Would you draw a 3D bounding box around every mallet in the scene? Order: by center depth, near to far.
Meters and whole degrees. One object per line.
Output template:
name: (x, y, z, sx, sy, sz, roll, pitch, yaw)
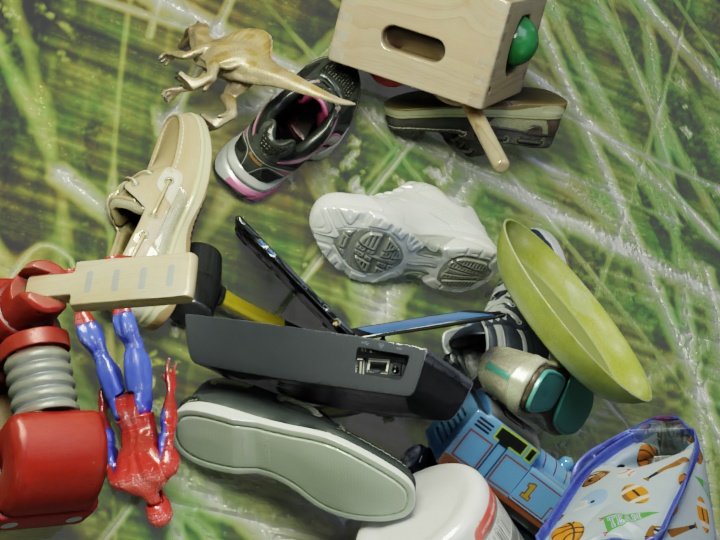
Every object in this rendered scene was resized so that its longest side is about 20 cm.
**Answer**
mallet: (-0.075, 0.052, 1.181, 0.199, 0.041, 0.066, 34, 45, -21)

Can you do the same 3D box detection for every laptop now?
laptop: (0.000, 0.000, 1.153, 0.103, 0.177, 0.200, -45, 93, -5)

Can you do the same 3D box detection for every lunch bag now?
lunch bag: (0.226, 0.230, 1.108, 0.200, 0.123, 0.171, -41, 120, -53)

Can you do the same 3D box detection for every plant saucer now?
plant saucer: (0.180, 0.042, 1.237, 0.200, 0.031, 0.200, 45, 17, -18)

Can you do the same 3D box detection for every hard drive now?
hard drive: (-0.026, 0.076, 1.085, 0.135, 0.198, 0.043, 38, 62, -63)

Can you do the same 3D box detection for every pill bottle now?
pill bottle: (0.091, 0.258, 1.097, 0.201, 0.115, 0.116, 57, 43, -21)

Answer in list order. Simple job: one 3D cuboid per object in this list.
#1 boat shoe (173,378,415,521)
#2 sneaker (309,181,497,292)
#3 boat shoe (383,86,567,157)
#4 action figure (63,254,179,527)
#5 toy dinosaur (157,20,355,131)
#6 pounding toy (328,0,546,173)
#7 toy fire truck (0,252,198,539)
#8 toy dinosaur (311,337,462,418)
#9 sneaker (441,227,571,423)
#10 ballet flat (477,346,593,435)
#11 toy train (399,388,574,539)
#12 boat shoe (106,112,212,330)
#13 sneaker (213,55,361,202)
boat shoe: (-0.045, 0.130, 1.084, 0.198, 0.076, 0.060, 20, 35, 9)
sneaker: (0.033, -0.043, 1.304, 0.199, 0.078, 0.100, 15, 42, -33)
boat shoe: (0.116, -0.145, 1.421, 0.199, 0.067, 0.072, -6, 23, -24)
action figure: (-0.172, 0.092, 1.059, 0.052, 0.065, 0.202, 18, 58, -78)
toy dinosaur: (-0.108, -0.172, 1.214, 0.199, 0.058, 0.101, 28, 60, 33)
pounding toy: (0.086, -0.203, 1.331, 0.198, 0.143, 0.184, 21, 19, 15)
toy fire truck: (-0.200, 0.071, 0.958, 0.128, 0.200, 0.177, 2, 62, -35)
toy dinosaur: (0.028, 0.097, 1.193, 0.199, 0.088, 0.048, 0, 54, -38)
sneaker: (0.135, 0.034, 1.325, 0.108, 0.070, 0.202, 22, 55, -28)
ballet flat: (0.151, 0.096, 1.218, 0.062, 0.068, 0.200, 26, -4, 25)
toy train: (0.128, 0.191, 1.182, 0.199, 0.115, 0.087, 37, 10, -13)
boat shoe: (-0.170, -0.051, 1.148, 0.065, 0.072, 0.202, 24, 57, -25)
sneaker: (-0.045, -0.139, 1.282, 0.080, 0.086, 0.200, 43, 46, -9)
